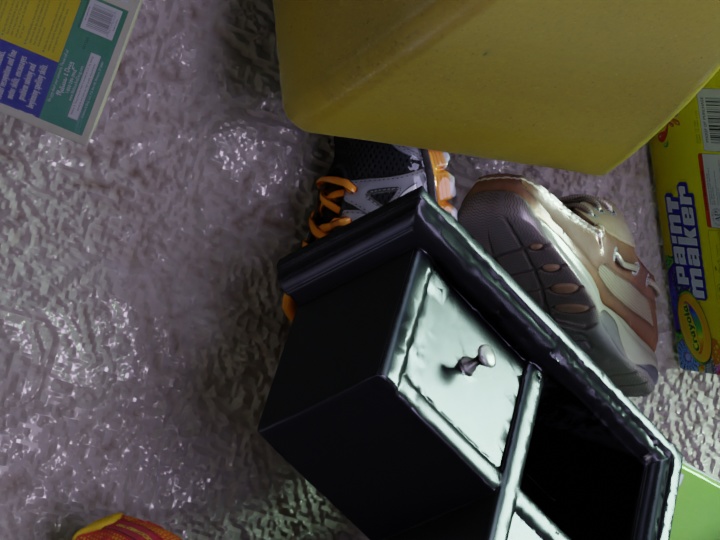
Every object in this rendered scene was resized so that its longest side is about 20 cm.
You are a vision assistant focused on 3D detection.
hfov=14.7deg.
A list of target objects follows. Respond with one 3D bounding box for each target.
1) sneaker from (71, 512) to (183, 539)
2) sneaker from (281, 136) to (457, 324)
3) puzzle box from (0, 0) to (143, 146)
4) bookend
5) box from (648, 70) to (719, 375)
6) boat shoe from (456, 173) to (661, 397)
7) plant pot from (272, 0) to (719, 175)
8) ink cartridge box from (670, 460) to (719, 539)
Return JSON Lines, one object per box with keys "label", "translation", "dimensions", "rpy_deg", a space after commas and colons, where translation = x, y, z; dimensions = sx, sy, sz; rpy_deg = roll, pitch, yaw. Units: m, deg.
{"label": "sneaker", "translation": [-0.094, 0.200, 1.312], "dimensions": [0.073, 0.077, 0.200], "rpy_deg": [-21, 123, -35]}
{"label": "sneaker", "translation": [0.000, 0.000, 1.353], "dimensions": [0.077, 0.078, 0.200], "rpy_deg": [-4, 93, -20]}
{"label": "puzzle box", "translation": [-0.145, -0.151, 1.149], "dimensions": [0.133, 0.200, 0.025], "rpy_deg": [22, 42, -5]}
{"label": "bookend", "translation": [0.038, 0.106, 1.243], "dimensions": [0.200, 0.092, 0.199], "rpy_deg": [45, 38, -24]}
{"label": "box", "translation": [0.267, -0.059, 1.505], "dimensions": [0.192, 0.122, 0.200], "rpy_deg": [-16, 103, -33]}
{"label": "boat shoe", "translation": [0.100, -0.003, 1.407], "dimensions": [0.200, 0.076, 0.072], "rpy_deg": [51, 49, -56]}
{"label": "plant pot", "translation": [0.087, -0.175, 1.294], "dimensions": [0.200, 0.176, 0.200], "rpy_deg": [7, 69, -36]}
{"label": "ink cartridge box", "translation": [0.147, 0.166, 1.345], "dimensions": [0.076, 0.200, 0.148], "rpy_deg": [28, 78, -32]}
